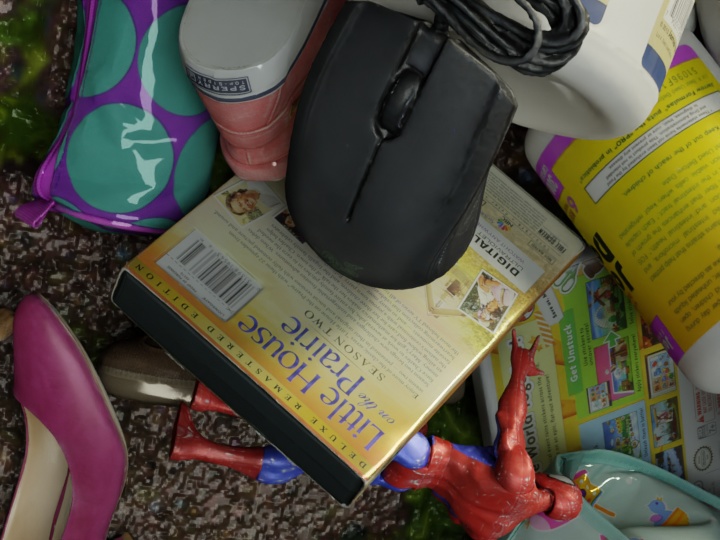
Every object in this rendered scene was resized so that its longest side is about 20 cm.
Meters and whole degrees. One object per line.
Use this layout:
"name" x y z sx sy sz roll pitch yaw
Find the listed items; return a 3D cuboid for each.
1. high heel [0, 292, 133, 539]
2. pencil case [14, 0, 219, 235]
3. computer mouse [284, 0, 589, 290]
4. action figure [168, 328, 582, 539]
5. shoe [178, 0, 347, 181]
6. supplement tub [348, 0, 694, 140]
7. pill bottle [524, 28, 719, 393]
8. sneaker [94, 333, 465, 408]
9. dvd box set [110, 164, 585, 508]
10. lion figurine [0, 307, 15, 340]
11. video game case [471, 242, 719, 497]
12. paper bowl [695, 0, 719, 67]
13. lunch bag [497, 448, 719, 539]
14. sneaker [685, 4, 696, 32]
"high heel" -0.163 0.110 0.870 0.095 0.067 0.201 -23 128 -22
"pencil case" -0.103 -0.117 0.845 0.092 0.085 0.202 3 99 -38
"computer mouse" 0.007 -0.057 0.741 0.138 0.201 0.053 28 51 14
"action figure" 0.016 0.069 0.863 0.199 0.099 0.065 18 134 -11
"shoe" -0.021 -0.140 0.838 0.071 0.091 0.201 16 62 18
"supplement tub" 0.092 -0.174 0.788 0.144 0.144 0.201 25 83 -20
"pill bottle" 0.174 -0.013 0.868 0.104 0.104 0.201 -32 74 -9
"sneaker" -0.040 0.031 0.912 0.199 0.070 0.076 2 88 -25
"dvd box set" 0.000 0.000 0.845 0.146 0.029 0.200 39 49 8
"lion figurine" -0.224 0.040 0.810 0.072 0.201 0.123 -15 143 24
"video game case" 0.151 0.070 0.974 0.181 0.023 0.201 -19 119 -14
"paper bowl" 0.238 -0.152 0.909 0.200 0.104 0.202 8 80 -55
"lunch bag" 0.137 0.197 0.944 0.199 0.122 0.171 24 116 -20
"sneaker" 0.082 -0.172 0.905 0.200 0.077 0.082 42 89 -9
